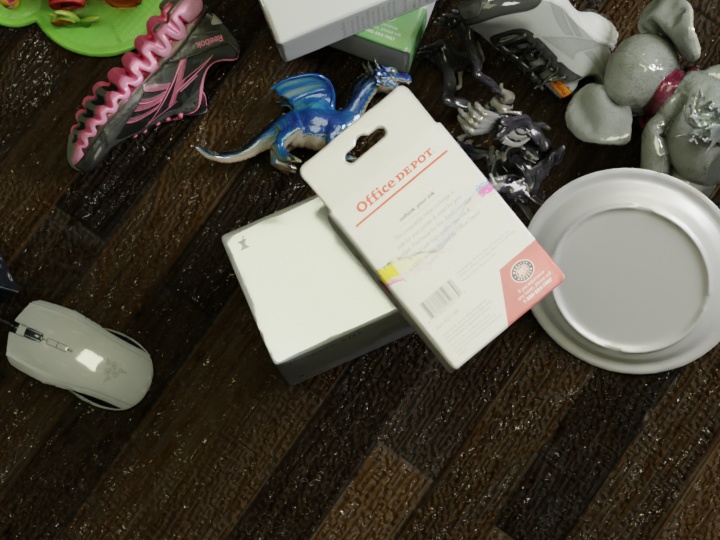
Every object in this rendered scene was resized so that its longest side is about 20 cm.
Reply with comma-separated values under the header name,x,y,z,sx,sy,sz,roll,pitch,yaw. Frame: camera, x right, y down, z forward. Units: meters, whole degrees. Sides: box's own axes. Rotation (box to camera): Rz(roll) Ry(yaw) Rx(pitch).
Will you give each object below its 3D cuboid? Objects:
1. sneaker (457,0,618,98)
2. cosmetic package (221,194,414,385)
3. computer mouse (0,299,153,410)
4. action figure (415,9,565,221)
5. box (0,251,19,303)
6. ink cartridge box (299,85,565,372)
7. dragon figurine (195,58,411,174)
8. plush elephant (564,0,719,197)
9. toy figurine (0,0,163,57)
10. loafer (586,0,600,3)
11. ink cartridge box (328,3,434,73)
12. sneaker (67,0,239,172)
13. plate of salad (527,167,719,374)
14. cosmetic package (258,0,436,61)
name,x,y,z,sx,sy,sz,roll,pitch,yaw
sneaker,0.163,-0.201,1.614,0.074,0.199,0.080,-10,73,42
cosmetic package,0.000,0.000,1.574,0.198,0.200,0.124,-24,80,-2
computer mouse,-0.282,0.063,1.652,0.199,0.044,0.110,21,81,6
action figure,0.109,-0.127,1.637,0.101,0.119,0.201,-13,71,-34
box,-0.442,-0.025,1.616,0.199,0.123,0.200,-29,78,9
ink cartridge box,0.054,-0.033,1.442,0.116,0.068,0.200,-38,87,-4
dragon figurine,-0.051,-0.144,1.671,0.198,0.059,0.100,-3,80,1
plush elephant,0.276,-0.144,1.617,0.165,0.200,0.155,-42,63,2
toy figurine,-0.273,-0.289,1.641,0.198,0.184,0.152,-2,80,2
loafer,0.241,-0.320,1.650,0.068,0.071,0.201,29,50,8
ink cartridge box,0.013,-0.305,1.683,0.144,0.088,0.202,19,83,5
sneaker,-0.188,-0.160,1.676,0.095,0.079,0.200,38,98,-27
plate of salad,0.240,-0.001,1.611,0.198,0.048,0.202,7,118,13
cosmetic package,0.004,-0.271,1.599,0.198,0.074,0.102,-21,82,0
